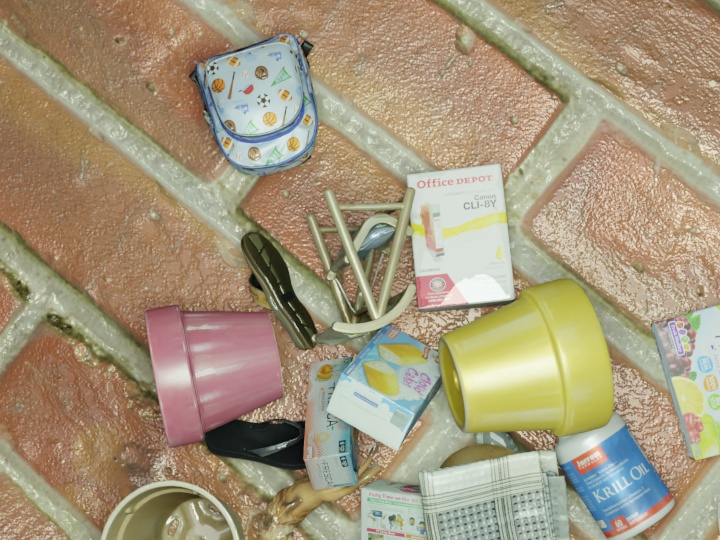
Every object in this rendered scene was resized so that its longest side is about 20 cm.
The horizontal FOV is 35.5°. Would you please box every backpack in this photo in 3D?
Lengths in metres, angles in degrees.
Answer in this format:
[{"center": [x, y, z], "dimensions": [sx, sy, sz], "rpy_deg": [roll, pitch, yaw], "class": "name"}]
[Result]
[{"center": [-0.146, -0.243, 1.688], "dimensions": [0.198, 0.154, 0.193], "rpy_deg": [-17, 92, 2], "class": "backpack"}]

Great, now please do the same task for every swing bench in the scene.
[{"center": [0.000, 0.000, 1.598], "dimensions": [0.128, 0.199, 0.203], "rpy_deg": [-2, 83, -12], "class": "swing bench"}]

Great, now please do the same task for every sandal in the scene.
[{"center": [-0.135, 0.251, 1.662], "dimensions": [0.197, 0.043, 0.077], "rpy_deg": [0, 50, 7], "class": "sandal"}, {"center": [-0.132, 0.036, 1.696], "dimensions": [0.054, 0.082, 0.201], "rpy_deg": [-31, 88, 25], "class": "sandal"}]

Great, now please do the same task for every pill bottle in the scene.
[{"center": [0.342, 0.269, 1.582], "dimensions": [0.112, 0.112, 0.201], "rpy_deg": [-34, 81, 2], "class": "pill bottle"}]

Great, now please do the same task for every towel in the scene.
[{"center": [0.186, 0.346, 1.512], "dimensions": [0.197, 0.035, 0.195], "rpy_deg": [-9, 93, -6], "class": "towel"}]

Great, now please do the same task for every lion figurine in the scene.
[{"center": [-0.062, 0.317, 1.604], "dimensions": [0.073, 0.122, 0.200], "rpy_deg": [51, 124, 7], "class": "lion figurine"}]

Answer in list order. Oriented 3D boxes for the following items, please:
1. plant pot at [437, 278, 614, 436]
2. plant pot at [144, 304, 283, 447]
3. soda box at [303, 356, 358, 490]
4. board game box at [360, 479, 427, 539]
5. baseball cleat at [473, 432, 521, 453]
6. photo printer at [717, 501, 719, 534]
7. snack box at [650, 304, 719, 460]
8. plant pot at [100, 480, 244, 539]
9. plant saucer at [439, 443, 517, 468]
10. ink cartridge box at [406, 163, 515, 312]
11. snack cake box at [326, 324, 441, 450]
[{"center": [0.207, 0.127, 1.473], "dimensions": [0.187, 0.201, 0.203], "rpy_deg": [-12, 82, -8], "class": "plant pot"}, {"center": [-0.210, 0.140, 1.637], "dimensions": [0.177, 0.200, 0.202], "rpy_deg": [-11, 82, -10], "class": "plant pot"}, {"center": [-0.039, 0.214, 1.600], "dimensions": [0.068, 0.201, 0.064], "rpy_deg": [-9, 127, 7], "class": "soda box"}, {"center": [0.075, 0.409, 1.586], "dimensions": [0.146, 0.064, 0.203], "rpy_deg": [3, 94, 29], "class": "board game box"}, {"center": [0.215, 0.267, 1.628], "dimensions": [0.105, 0.070, 0.203], "rpy_deg": [-5, 93, 0], "class": "baseball cleat"}, {"center": [0.604, 0.369, 1.559], "dimensions": [0.198, 0.069, 0.168], "rpy_deg": [-18, 82, 5], "class": "photo printer"}, {"center": [0.512, 0.154, 1.603], "dimensions": [0.141, 0.053, 0.202], "rpy_deg": [-16, 82, 4], "class": "snack box"}, {"center": [-0.248, 0.395, 1.606], "dimensions": [0.198, 0.183, 0.203], "rpy_deg": [-1, 84, 7], "class": "plant pot"}, {"center": [0.178, 0.347, 1.584], "dimensions": [0.198, 0.035, 0.203], "rpy_deg": [4, 97, 30], "class": "plant saucer"}, {"center": [0.147, -0.046, 1.656], "dimensions": [0.143, 0.083, 0.203], "rpy_deg": [-6, 83, 7], "class": "ink cartridge box"}, {"center": [0.044, 0.160, 1.585], "dimensions": [0.114, 0.200, 0.068], "rpy_deg": [27, 114, 9], "class": "snack cake box"}]
